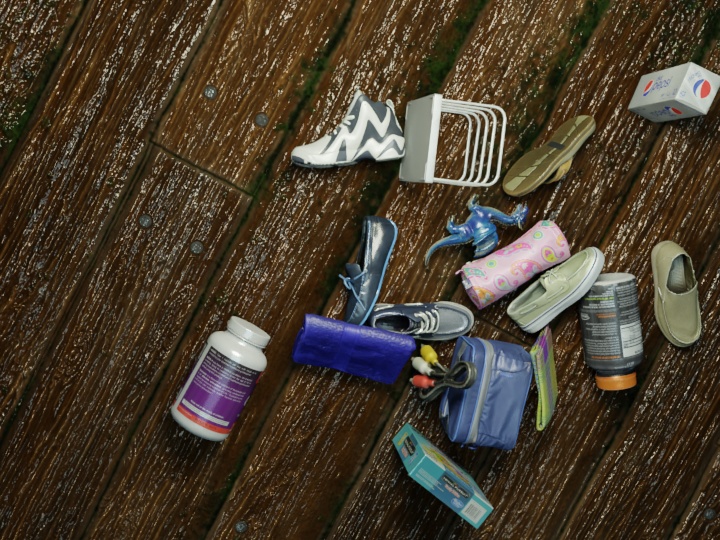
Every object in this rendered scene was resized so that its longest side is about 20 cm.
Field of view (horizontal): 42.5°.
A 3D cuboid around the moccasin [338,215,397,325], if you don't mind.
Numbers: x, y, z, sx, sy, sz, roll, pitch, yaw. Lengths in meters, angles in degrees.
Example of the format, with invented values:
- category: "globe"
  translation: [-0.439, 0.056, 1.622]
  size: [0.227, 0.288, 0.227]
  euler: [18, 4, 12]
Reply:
- category: "moccasin"
  translation: [0.000, 0.000, 1.626]
  size: [0.068, 0.080, 0.201]
  euler: [20, 81, -22]

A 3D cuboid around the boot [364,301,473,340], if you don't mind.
- category: "boot"
  translation: [0.109, 0.094, 1.634]
  size: [0.199, 0.090, 0.073]
  euler: [-1, 96, -6]

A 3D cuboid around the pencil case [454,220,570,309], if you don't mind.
- category: "pencil case"
  translation: [0.271, -0.012, 1.644]
  size: [0.199, 0.087, 0.088]
  euler: [-29, 98, -1]

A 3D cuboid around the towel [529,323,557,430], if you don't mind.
- category: "towel"
  translation: [0.321, 0.184, 1.620]
  size: [0.023, 0.200, 0.144]
  euler: [-4, 100, 18]

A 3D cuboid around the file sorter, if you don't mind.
- category: "file sorter"
  translation: [0.150, -0.212, 1.555]
  size: [0.124, 0.200, 0.139]
  euler: [6, 95, -11]

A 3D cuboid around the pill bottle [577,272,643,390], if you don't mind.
- category: "pill bottle"
  translation: [0.451, 0.111, 1.664]
  size: [0.106, 0.106, 0.201]
  euler: [-8, 97, -5]

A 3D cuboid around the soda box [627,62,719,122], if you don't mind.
- category: "soda box"
  translation: [0.534, -0.302, 1.582]
  size: [0.063, 0.200, 0.069]
  euler: [24, 92, -7]

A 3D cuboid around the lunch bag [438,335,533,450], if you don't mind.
- category: "lunch bag"
  translation: [0.210, 0.220, 1.636]
  size: [0.132, 0.136, 0.201]
  euler: [12, 96, -7]

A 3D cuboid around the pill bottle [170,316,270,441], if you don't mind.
- category: "pill bottle"
  translation: [-0.236, 0.185, 1.597]
  size: [0.112, 0.112, 0.201]
  euler: [29, 93, -8]

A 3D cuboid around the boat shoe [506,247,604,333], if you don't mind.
- category: "boat shoe"
  translation: [0.345, 0.031, 1.638]
  size: [0.062, 0.072, 0.200]
  euler: [32, 111, -26]

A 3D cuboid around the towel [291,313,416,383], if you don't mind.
- category: "towel"
  translation: [-0.015, 0.140, 1.603]
  size: [0.199, 0.148, 0.050]
  euler: [12, 61, -7]

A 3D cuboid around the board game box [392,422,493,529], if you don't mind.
- category: "board game box"
  translation: [0.139, 0.351, 1.609]
  size: [0.151, 0.200, 0.047]
  euler: [40, 91, -9]

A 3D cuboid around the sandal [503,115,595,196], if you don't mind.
- category: "sandal"
  translation: [0.342, -0.194, 1.639]
  size: [0.200, 0.080, 0.054]
  euler: [-41, 123, -4]

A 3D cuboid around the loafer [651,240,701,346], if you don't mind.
- category: "loafer"
  translation: [0.579, 0.047, 1.689]
  size: [0.075, 0.068, 0.201]
  euler: [-16, 97, -4]

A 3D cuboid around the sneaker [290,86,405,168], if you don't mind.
- category: "sneaker"
  translation: [-0.026, -0.248, 1.593]
  size: [0.198, 0.079, 0.130]
  euler: [-6, 92, -1]

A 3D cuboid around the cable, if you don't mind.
- category: "cable"
  translation: [0.134, 0.186, 1.594]
  size: [0.050, 0.200, 0.098]
  euler: [16, 88, -17]

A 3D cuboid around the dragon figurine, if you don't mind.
- category: "dragon figurine"
  translation: [0.206, -0.064, 1.623]
  size: [0.200, 0.059, 0.099]
  euler: [-42, 66, -7]
